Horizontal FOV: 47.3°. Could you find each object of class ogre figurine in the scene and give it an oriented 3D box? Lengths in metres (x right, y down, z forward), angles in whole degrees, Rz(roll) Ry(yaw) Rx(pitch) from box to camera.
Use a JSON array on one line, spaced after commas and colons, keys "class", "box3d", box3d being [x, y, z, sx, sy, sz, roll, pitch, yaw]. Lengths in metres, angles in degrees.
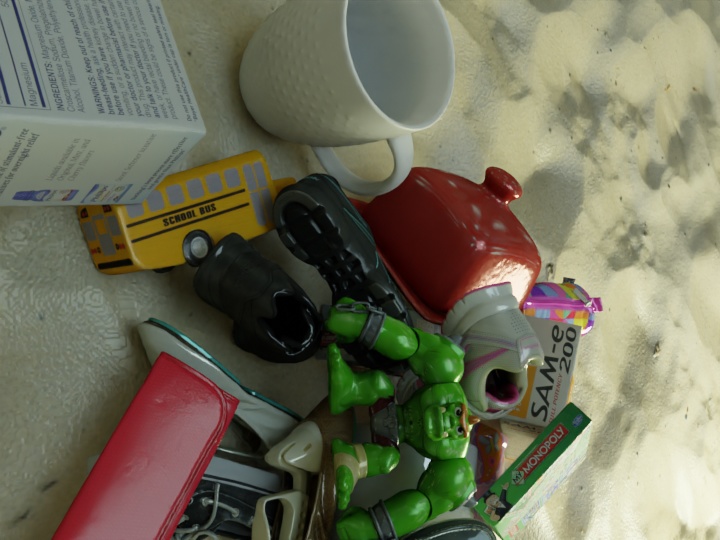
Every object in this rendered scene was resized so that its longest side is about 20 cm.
[{"class": "ogre figurine", "box3d": [0.033, 0.124, 0.681, 0.119, 0.098, 0.202, -3, 62, -7]}]

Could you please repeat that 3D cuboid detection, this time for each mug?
[{"class": "mug", "box3d": [-0.016, -0.164, 0.766, 0.147, 0.174, 0.201, -38, 113, -41]}]

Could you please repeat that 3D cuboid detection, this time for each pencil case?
[{"class": "pencil case", "box3d": [0.228, 0.051, 1.066, 0.199, 0.088, 0.089, 1, 85, -45]}, {"class": "pencil case", "box3d": [0.103, 0.266, 0.918, 0.087, 0.087, 0.201, 39, 61, -37]}]

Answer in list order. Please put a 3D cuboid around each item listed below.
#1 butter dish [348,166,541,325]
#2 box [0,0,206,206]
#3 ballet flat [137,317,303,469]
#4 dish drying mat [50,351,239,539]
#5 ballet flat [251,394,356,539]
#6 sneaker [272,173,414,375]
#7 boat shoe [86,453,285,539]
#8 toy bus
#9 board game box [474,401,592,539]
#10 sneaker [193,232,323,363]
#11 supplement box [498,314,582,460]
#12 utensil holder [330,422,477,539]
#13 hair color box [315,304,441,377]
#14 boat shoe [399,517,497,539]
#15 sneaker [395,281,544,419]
[{"class": "butter dish", "box3d": [0.108, -0.041, 0.849, 0.199, 0.148, 0.200, 15, 31, -46]}, {"class": "box", "box3d": [-0.233, -0.148, 0.552, 0.199, 0.105, 0.185, -5, 68, -46]}, {"class": "ballet flat", "box3d": [-0.124, 0.117, 0.711, 0.200, 0.069, 0.070, 44, 57, -38]}, {"class": "dish drying mat", "box3d": [-0.162, 0.163, 0.599, 0.077, 0.018, 0.201, 35, 61, -17]}, {"class": "ballet flat", "box3d": [-0.054, 0.193, 0.702, 0.072, 0.068, 0.202, 27, 66, -35]}, {"class": "sneaker", "box3d": [0.000, 0.000, 0.739, 0.201, 0.075, 0.079, 61, 28, -14]}, {"class": "boat shoe", "box3d": [-0.138, 0.194, 0.678, 0.199, 0.073, 0.069, 33, 49, -49]}, {"class": "toy bus", "box3d": [-0.134, -0.051, 0.712, 0.199, 0.065, 0.079, -26, 103, -44]}, {"class": "board game box", "box3d": [0.178, 0.213, 0.837, 0.135, 0.029, 0.200, -44, 155, -7]}, {"class": "sneaker", "box3d": [-0.070, 0.046, 0.716, 0.076, 0.090, 0.200, -55, 154, -9]}, {"class": "supplement box", "box3d": [0.216, 0.152, 0.987, 0.200, 0.073, 0.127, 65, 39, -63]}, {"class": "utensil holder", "box3d": [0.022, 0.257, 0.773, 0.169, 0.169, 0.202, 24, 66, -42]}, {"class": "hair color box", "box3d": [0.059, 0.082, 0.874, 0.199, 0.098, 0.061, 18, 74, -43]}, {"class": "boat shoe", "box3d": [0.033, 0.255, 0.654, 0.199, 0.062, 0.073, -18, 77, -21]}, {"class": "sneaker", "box3d": [0.099, 0.105, 0.759, 0.081, 0.201, 0.089, -12, 54, -32]}]
